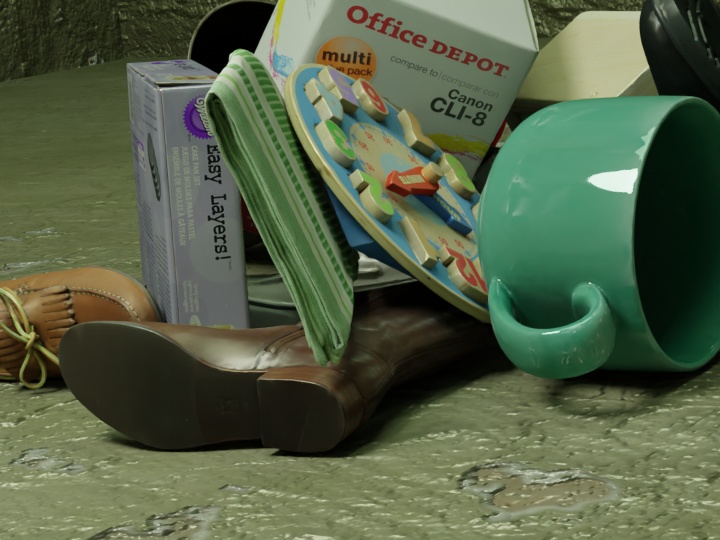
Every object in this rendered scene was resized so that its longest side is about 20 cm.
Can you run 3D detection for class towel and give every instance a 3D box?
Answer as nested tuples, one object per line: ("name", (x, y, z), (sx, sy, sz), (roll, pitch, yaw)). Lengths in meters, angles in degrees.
("towel", (-0.041, -0.042, 1.028), (0.023, 0.153, 0.200), (-23, 13, 7))

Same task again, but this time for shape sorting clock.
("shape sorting clock", (0.032, -0.048, 1.136), (0.039, 0.200, 0.200), (-39, -2, 22))

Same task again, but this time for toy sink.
("toy sink", (0.204, -0.068, 1.326), (0.112, 0.200, 0.130), (-43, 28, -21))

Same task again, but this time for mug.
("mug", (0.126, -0.021, 1.056), (0.114, 0.153, 0.185), (2, 1, 35))

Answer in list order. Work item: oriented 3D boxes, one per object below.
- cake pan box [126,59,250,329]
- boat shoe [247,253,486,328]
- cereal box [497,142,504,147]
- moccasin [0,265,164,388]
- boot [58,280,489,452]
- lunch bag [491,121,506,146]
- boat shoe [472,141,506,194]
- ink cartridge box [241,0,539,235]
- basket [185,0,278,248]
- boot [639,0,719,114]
("cake pan box", (-0.110, -0.035, 1.196), (0.052, 0.185, 0.200), (-4, 9, -12))
("boat shoe", (0.000, 0.000, 1.252), (0.199, 0.070, 0.071), (-2, 12, 19))
("cereal box", (0.093, -0.087, 1.728), (0.200, 0.040, 0.144), (2, 15, 36))
("moccasin", (-0.205, 0.036, 1.178), (0.201, 0.074, 0.078), (5, 24, 34))
("boot", (-0.043, 0.042, 1.075), (0.186, 0.064, 0.200), (13, 21, 22))
("lunch bag", (0.012, -0.105, 1.651), (0.200, 0.082, 0.176), (2, 50, 37))
("boat shoe", (0.099, -0.053, 1.308), (0.070, 0.072, 0.201), (-9, -15, -30))
("ink cartridge box", (0.010, -0.125, 1.291), (0.145, 0.200, 0.145), (18, 31, -15))
("basket", (-0.087, -0.092, 1.489), (0.136, 0.180, 0.200), (-39, 0, -27))
("boot", (0.181, -0.071, 1.161), (0.162, 0.198, 0.073), (-30, 38, 29))
